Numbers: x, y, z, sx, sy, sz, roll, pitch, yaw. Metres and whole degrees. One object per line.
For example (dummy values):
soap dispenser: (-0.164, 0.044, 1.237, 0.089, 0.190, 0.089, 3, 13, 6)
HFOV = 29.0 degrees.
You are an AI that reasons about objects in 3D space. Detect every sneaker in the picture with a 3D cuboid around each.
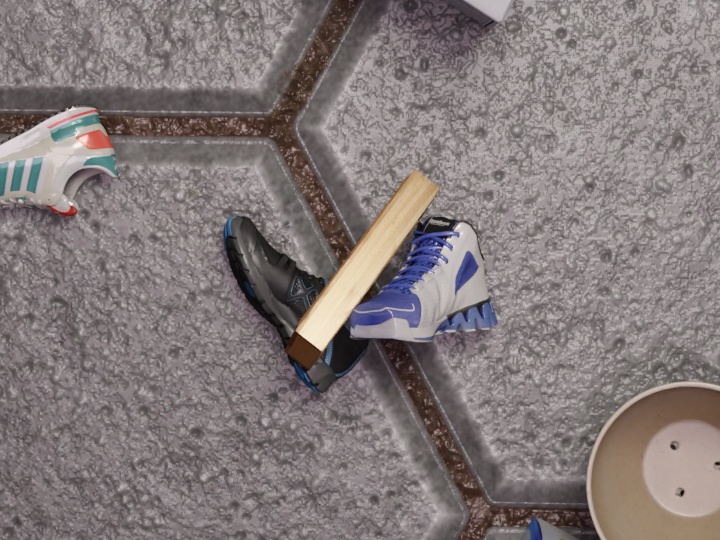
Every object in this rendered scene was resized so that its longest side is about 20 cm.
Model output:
sneaker: (-0.069, 0.023, 1.427, 0.081, 0.073, 0.201, -34, 100, -12)
sneaker: (0.062, 0.007, 1.365, 0.080, 0.198, 0.117, -1, 95, 38)
sneaker: (-0.337, -0.086, 1.411, 0.198, 0.070, 0.094, -29, 89, 2)

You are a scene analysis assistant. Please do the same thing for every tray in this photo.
tray: (0.000, 0.000, 1.362, 0.037, 0.099, 0.201, 35, 73, 1)

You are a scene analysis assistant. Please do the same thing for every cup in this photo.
cup: (0.328, 0.206, 1.382, 0.197, 0.143, 0.204, 0, 90, 13)

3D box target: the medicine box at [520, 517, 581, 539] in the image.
medicine box: (0.215, 0.394, 1.436, 0.180, 0.103, 0.202, 28, 96, -2)

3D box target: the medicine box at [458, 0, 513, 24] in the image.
medicine box: (0.075, -0.320, 1.300, 0.181, 0.200, 0.104, 32, 99, -2)
